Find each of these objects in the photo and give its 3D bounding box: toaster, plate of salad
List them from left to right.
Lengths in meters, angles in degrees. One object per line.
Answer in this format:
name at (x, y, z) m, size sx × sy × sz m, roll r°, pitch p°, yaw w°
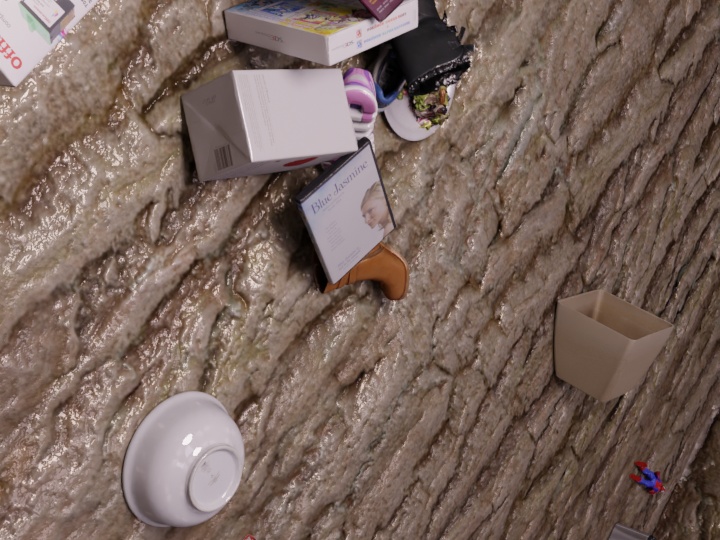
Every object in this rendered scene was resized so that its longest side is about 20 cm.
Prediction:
plate of salad at (0.106, -0.316, 1.634) m, size 0.199 × 0.048 × 0.203 m, roll -17°, pitch 114°, yaw -45°
toaster at (0.726, 0.793, 2.626) m, size 0.200 × 0.118 × 0.182 m, roll 41°, pitch 70°, yaw -47°

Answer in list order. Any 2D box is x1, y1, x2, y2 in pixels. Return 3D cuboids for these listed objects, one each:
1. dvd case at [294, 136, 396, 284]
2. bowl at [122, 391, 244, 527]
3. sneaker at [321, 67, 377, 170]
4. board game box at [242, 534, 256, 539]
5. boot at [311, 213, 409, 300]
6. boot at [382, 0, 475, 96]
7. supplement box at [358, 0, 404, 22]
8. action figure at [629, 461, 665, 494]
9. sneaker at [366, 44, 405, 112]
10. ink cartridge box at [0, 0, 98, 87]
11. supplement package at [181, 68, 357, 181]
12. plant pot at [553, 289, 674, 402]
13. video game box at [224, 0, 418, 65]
dvd case at (-0.018, -0.085, 1.457) m, size 0.143 × 0.017 × 0.201 m, roll -42°, pitch 144°, yaw -17°
bowl at (-0.232, 0.282, 1.400) m, size 0.200 × 0.090 × 0.204 m, roll -19°, pitch 115°, yaw -45°
sneaker at (-0.013, -0.223, 1.474) m, size 0.201 × 0.079 × 0.089 m, roll 103°, pitch -8°, yaw -53°
board game box at (-0.176, 0.531, 1.594) m, size 0.103 × 0.019 × 0.202 m, roll -45°, pitch 131°, yaw -32°
boot at (0.000, 0.000, 1.594) m, size 0.155 × 0.076 × 0.202 m, roll -37°, pitch 138°, yaw -27°
boot at (0.055, -0.328, 1.442) m, size 0.196 × 0.164 × 0.073 m, roll -24°, pitch 162°, yaw -8°
supplement box at (-0.018, -0.426, 1.206) m, size 0.103 × 0.131 × 0.200 m, roll -42°, pitch 138°, yaw 11°
action figure at (0.800, 0.579, 2.702) m, size 0.200 × 0.051 × 0.066 m, roll 37°, pitch 70°, yaw -50°
sneaker at (0.064, -0.340, 1.524) m, size 0.076 × 0.085 × 0.202 m, roll 20°, pitch 88°, yaw -18°
ink cartridge box at (-0.372, -0.319, 1.059) m, size 0.201 × 0.083 × 0.145 m, roll -55°, pitch 136°, yaw -21°
supplement package at (-0.120, -0.199, 1.333) m, size 0.199 × 0.120 × 0.121 m, roll -14°, pitch 91°, yaw -45°
plant pot at (0.542, 0.174, 2.186) m, size 0.198 × 0.199 × 0.179 m, roll -10°, pitch 122°, yaw -47°
video game box at (-0.052, -0.340, 1.328) m, size 0.181 × 0.199 × 0.047 m, roll -30°, pitch 130°, yaw -39°
